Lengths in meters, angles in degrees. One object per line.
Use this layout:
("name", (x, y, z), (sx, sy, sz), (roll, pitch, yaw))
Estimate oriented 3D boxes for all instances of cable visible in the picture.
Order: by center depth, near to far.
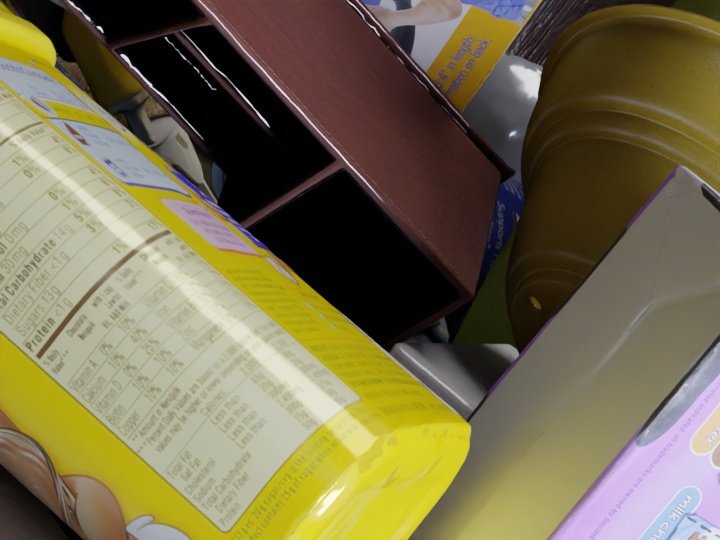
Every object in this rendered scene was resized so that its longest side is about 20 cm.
("cable", (-0.121, -0.143, 1.007), (0.097, 0.050, 0.200), (-82, 151, -45))

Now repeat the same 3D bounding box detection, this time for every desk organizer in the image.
("desk organizer", (-0.042, -0.064, 0.885), (0.200, 0.072, 0.077), (47, 31, -21))

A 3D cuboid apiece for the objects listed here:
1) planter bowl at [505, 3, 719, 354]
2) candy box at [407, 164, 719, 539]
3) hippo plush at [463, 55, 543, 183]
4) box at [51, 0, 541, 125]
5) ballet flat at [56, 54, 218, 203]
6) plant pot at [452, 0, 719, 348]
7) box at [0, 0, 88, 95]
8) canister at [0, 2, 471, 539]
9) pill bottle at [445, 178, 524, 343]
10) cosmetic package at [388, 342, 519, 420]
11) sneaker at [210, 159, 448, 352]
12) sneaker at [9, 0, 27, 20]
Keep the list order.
("planter bowl", (0.110, 0.015, 0.914), (0.200, 0.083, 0.201), (38, -28, 24))
("candy box", (0.122, 0.093, 0.827), (0.200, 0.168, 0.072), (34, 10, -33))
("hippo plush", (0.032, -0.065, 1.489), (0.159, 0.161, 0.200), (37, 6, -6))
("box", (-0.042, -0.118, 0.924), (0.199, 0.119, 0.042), (28, 44, -8))
("ballet flat", (-0.085, -0.051, 1.206), (0.065, 0.070, 0.200), (55, 16, 20))
("plant pot", (0.130, 0.017, 1.141), (0.187, 0.200, 0.187), (46, -9, 9))
("box", (-0.153, -0.071, 0.926), (0.064, 0.070, 0.200), (34, 7, -35))
("canister", (-0.074, 0.009, 0.734), (0.200, 0.087, 0.148), (40, 7, 13))
("pill bottle", (0.040, 0.006, 1.237), (0.200, 0.116, 0.116), (31, 9, -44))
("cosmetic package", (0.051, 0.082, 0.961), (0.102, 0.074, 0.200), (39, 9, 13))
("sneaker", (0.000, 0.000, 1.053), (0.081, 0.074, 0.200), (52, -10, 36))
("sneaker", (-0.163, -0.119, 1.125), (0.077, 0.082, 0.200), (34, 0, -17))
